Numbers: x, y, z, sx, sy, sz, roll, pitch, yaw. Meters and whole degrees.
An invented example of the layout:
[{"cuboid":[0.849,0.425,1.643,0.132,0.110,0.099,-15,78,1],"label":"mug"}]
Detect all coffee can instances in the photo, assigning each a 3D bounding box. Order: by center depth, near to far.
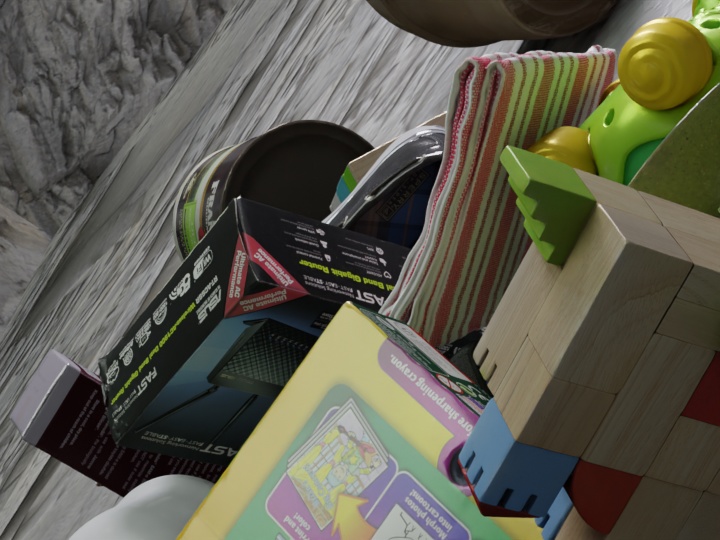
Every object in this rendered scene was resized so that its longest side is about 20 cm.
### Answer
[{"cuboid":[-0.066,-0.042,1.433,0.147,0.146,0.200,-59,14,-10],"label":"coffee can"}]

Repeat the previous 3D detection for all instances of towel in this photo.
[{"cuboid":[0.075,-0.044,0.883,0.200,0.030,0.147,-18,-52,-63],"label":"towel"}]

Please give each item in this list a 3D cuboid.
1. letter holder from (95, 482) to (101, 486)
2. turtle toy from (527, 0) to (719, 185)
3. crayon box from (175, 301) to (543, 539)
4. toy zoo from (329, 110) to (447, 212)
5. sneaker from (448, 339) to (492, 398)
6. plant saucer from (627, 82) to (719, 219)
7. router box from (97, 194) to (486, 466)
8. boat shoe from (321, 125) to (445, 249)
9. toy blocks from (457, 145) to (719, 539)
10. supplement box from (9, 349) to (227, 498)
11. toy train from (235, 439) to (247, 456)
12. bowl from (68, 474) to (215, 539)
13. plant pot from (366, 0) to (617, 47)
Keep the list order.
[{"cuboid":[-0.168,0.150,1.453,0.142,0.100,0.200,-54,15,18],"label":"letter holder"},{"cuboid":[0.149,-0.052,0.838,0.200,0.101,0.146,-49,-7,37],"label":"turtle toy"},{"cuboid":[0.020,0.141,0.725,0.200,0.058,0.173,41,101,35],"label":"crayon box"},{"cuboid":[0.044,-0.077,1.215,0.131,0.021,0.200,-28,-4,-8],"label":"toy zoo"},{"cuboid":[0.036,0.076,0.862,0.112,0.073,0.200,-52,23,5],"label":"sneaker"},{"cuboid":[0.145,0.002,0.685,0.200,0.031,0.200,-35,-34,-28],"label":"plant saucer"},{"cuboid":[-0.025,0.050,0.980,0.150,0.200,0.062,-47,42,34],"label":"router box"},{"cuboid":[0.000,0.000,1.056,0.200,0.070,0.066,-48,16,8],"label":"boat shoe"},{"cuboid":[0.111,0.055,0.588,0.137,0.199,0.100,-63,26,22],"label":"toy blocks"},{"cuboid":[-0.136,0.133,1.179,0.061,0.200,0.109,-59,14,-6],"label":"supplement box"},{"cuboid":[-0.033,0.129,0.895,0.034,0.046,0.200,-32,-26,-7],"label":"toy train"},{"cuboid":[-0.124,0.219,0.956,0.201,0.090,0.202,6,99,45],"label":"bowl"},{"cuboid":[0.108,-0.249,1.271,0.200,0.200,0.174,-56,30,4],"label":"plant pot"}]
